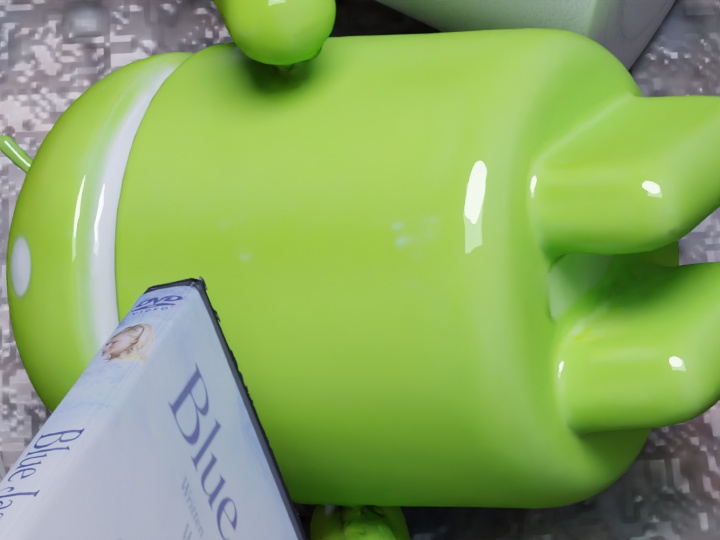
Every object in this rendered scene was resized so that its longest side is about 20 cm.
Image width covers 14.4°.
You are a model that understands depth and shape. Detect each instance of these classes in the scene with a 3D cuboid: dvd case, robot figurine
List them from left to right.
[{"bbox_3d":[-0.046,0.108,0.590,0.018,0.143,0.200,-12,22,23],"label":"dvd case"},{"bbox_3d":[0.000,0.000,0.706,0.200,0.176,0.116,-1,20,28],"label":"robot figurine"}]

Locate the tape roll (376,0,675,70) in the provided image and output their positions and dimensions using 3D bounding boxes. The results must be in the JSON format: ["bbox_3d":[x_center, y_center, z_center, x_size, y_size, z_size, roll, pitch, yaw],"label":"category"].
[{"bbox_3d":[0.042,-0.163,0.752,0.139,0.203,0.203,25,69,10],"label":"tape roll"}]

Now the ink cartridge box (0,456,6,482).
[{"bbox_3d":[-0.197,0.035,0.703,0.200,0.084,0.146,-18,44,-7],"label":"ink cartridge box"}]
